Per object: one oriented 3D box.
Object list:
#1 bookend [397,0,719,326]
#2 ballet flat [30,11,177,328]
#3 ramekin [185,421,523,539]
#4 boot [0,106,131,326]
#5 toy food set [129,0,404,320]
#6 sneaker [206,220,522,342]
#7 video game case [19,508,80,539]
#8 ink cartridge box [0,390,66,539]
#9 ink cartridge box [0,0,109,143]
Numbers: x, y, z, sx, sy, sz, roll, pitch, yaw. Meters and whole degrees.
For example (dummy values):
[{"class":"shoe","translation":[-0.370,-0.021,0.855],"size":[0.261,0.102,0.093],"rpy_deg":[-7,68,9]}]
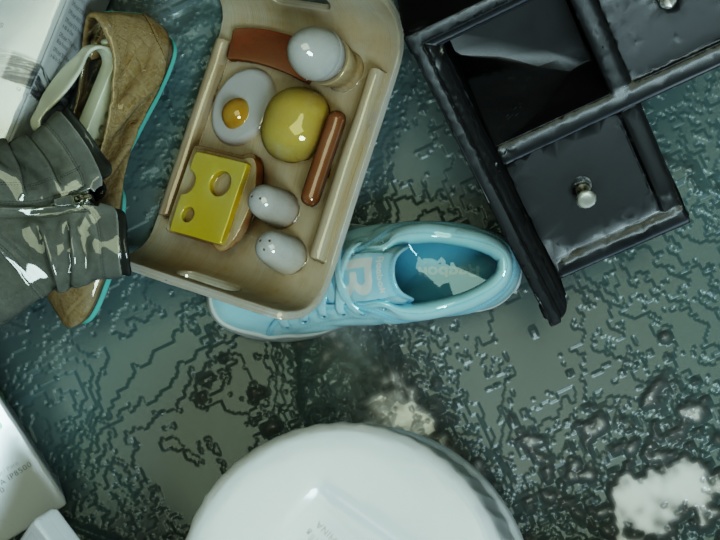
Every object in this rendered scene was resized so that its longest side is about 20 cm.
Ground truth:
[{"class":"bookend","translation":[0.151,-0.104,0.780],"size":[0.198,0.092,0.200],"rpy_deg":[-23,117,11]},{"class":"ballet flat","translation":[-0.173,-0.068,0.850],"size":[0.068,0.072,0.201],"rpy_deg":[15,86,48]},{"class":"ramekin","translation":[-0.006,0.178,0.757],"size":[0.200,0.098,0.201],"rpy_deg":[-2,75,7]},{"class":"boot","translation":[-0.220,-0.063,0.797],"size":[0.130,0.068,0.200],"rpy_deg":[-27,85,-12]},{"class":"toy food set","translation":[-0.068,-0.081,0.836],"size":[0.143,0.060,0.201],"rpy_deg":[15,85,33]},{"class":"sneaker","translation":[0.000,0.000,0.844],"size":[0.199,0.082,0.074],"rpy_deg":[-10,83,2]},{"class":"video game case","translation":[-0.169,0.238,0.787],"size":[0.143,0.018,0.200],"rpy_deg":[50,133,11]},{"class":"ink cartridge box","translation":[-0.273,0.082,0.820],"size":[0.109,0.050,0.200],"rpy_deg":[-32,109,-11]},{"class":"ink cartridge box","translation":[-0.263,-0.124,0.868],"size":[0.145,0.084,0.201],"rpy_deg":[21,87,5]}]
